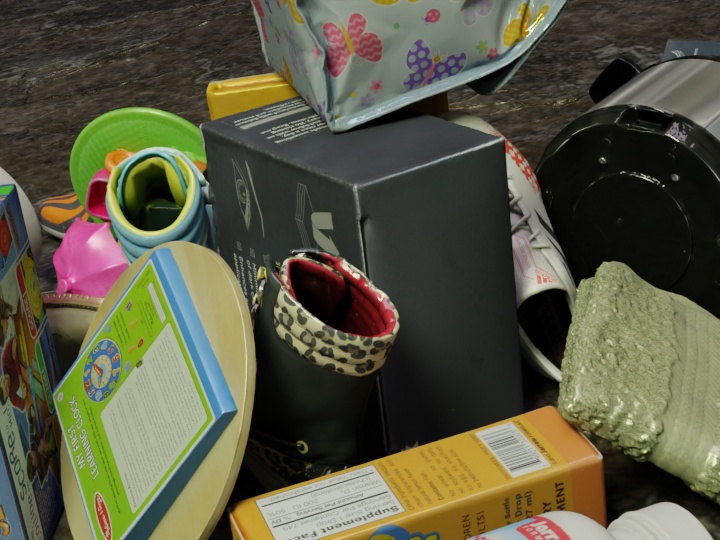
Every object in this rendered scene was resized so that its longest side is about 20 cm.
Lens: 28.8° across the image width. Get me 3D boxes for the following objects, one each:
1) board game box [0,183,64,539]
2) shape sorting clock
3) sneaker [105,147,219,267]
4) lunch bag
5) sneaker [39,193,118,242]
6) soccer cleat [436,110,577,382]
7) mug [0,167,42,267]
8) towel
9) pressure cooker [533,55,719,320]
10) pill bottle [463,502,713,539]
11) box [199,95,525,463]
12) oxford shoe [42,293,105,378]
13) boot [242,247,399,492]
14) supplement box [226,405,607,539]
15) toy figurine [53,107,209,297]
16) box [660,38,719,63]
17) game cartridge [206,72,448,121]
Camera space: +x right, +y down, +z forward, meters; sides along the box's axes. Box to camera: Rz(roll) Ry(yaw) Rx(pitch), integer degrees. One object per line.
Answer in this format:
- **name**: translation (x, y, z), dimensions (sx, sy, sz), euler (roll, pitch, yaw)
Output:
- **board game box**: translation (-0.217, 0.066, 0.843), dimensions (0.034, 0.202, 0.136), euler (-6, 22, 4)
- **shape sorting clock**: translation (-0.119, 0.082, 0.811), dimensions (0.039, 0.201, 0.199), euler (20, 2, -40)
- **sneaker**: translation (-0.140, -0.055, 1.016), dimensions (0.079, 0.131, 0.201), euler (-14, 39, -5)
- **lunch bag**: translation (0.037, -0.187, 0.941), dimensions (0.199, 0.128, 0.170), euler (-23, 28, -10)
- **sneaker**: translation (-0.215, -0.087, 1.305), dimensions (0.198, 0.113, 0.078), euler (0, 24, 18)
- **soccer cleat**: translation (0.102, -0.014, 0.930), dimensions (0.068, 0.201, 0.085), euler (-25, 10, 4)
- **mug**: translation (-0.364, 0.012, 1.144), dimensions (0.149, 0.187, 0.154), euler (26, 36, -2)
- **towel**: translation (0.191, 0.064, 0.840), dimensions (0.148, 0.037, 0.200), euler (28, 27, 4)
- **pressure cooker**: translation (0.235, -0.059, 1.008), dimensions (0.178, 0.177, 0.200), euler (5, 26, 35)
- **pill bottle**: translation (0.064, 0.172, 0.621), dimensions (0.199, 0.110, 0.109), euler (-16, 24, -17)
- **box**: translation (0.000, 0.000, 0.928), dimensions (0.117, 0.198, 0.200), euler (-20, 26, -28)
- **oxford shoe**: translation (-0.227, 0.069, 0.973), dimensions (0.199, 0.071, 0.074), euler (-19, 52, 36)
- **boot**: translation (-0.063, 0.036, 0.841), dimensions (0.203, 0.154, 0.073), euler (38, 45, 24)
- **supplement box**: translation (0.033, 0.140, 0.762), dimensions (0.198, 0.067, 0.069), euler (-15, 27, -13)
- **toy figurine**: translation (-0.172, -0.016, 1.161), dimensions (0.198, 0.151, 0.185), euler (17, 39, -3)
- **box**: translation (0.347, -0.120, 1.131), dimensions (0.157, 0.051, 0.200), euler (11, -13, 38)
- **game cartridge**: translation (-0.014, -0.057, 1.058), dimensions (0.175, 0.201, 0.033), euler (-8, 27, 1)
